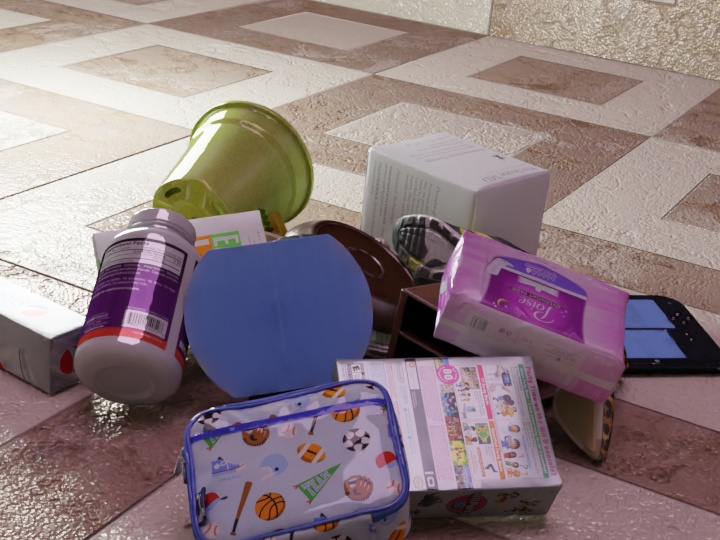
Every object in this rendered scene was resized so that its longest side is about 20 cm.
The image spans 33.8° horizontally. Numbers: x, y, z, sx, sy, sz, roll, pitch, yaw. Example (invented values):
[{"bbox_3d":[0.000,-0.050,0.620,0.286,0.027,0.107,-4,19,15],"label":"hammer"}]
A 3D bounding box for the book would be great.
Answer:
[{"bbox_3d":[-0.203,0.009,1.386,0.198,0.135,0.048,-10,-9,-19],"label":"book"}]

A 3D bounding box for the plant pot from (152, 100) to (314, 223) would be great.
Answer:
[{"bbox_3d":[-0.191,-0.108,1.642,0.199,0.202,0.184,13,34,18],"label":"plant pot"}]

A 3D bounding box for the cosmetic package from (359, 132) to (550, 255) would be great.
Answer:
[{"bbox_3d":[0.127,-0.077,1.641,0.199,0.168,0.167,26,30,38],"label":"cosmetic package"}]

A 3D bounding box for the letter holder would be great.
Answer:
[{"bbox_3d":[0.150,0.081,1.327,0.142,0.101,0.199,28,24,39],"label":"letter holder"}]

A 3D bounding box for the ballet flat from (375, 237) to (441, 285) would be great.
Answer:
[{"bbox_3d":[0.036,-0.008,1.579,0.199,0.064,0.067,24,2,35],"label":"ballet flat"}]

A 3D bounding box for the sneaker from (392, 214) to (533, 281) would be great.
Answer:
[{"bbox_3d":[0.134,-0.016,1.491,0.199,0.075,0.085,23,12,19],"label":"sneaker"}]

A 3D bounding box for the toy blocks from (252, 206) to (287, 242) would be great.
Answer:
[{"bbox_3d":[-0.083,-0.012,1.514,0.136,0.101,0.200,19,4,22],"label":"toy blocks"}]

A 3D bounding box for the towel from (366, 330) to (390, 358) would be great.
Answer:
[{"bbox_3d":[-0.004,0.069,1.448,0.198,0.024,0.147,7,20,-1],"label":"towel"}]

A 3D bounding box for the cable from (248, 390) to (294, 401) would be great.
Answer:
[{"bbox_3d":[-0.037,0.137,1.243,0.199,0.051,0.163,-15,30,-39],"label":"cable"}]

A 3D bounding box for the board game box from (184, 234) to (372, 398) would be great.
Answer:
[{"bbox_3d":[-0.087,0.050,1.257,0.198,0.159,0.039,-8,-10,-11],"label":"board game box"}]

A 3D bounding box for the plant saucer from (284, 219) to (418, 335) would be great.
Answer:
[{"bbox_3d":[0.000,0.000,1.439,0.199,0.032,0.201,30,24,-15],"label":"plant saucer"}]

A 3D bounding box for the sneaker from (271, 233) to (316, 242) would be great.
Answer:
[{"bbox_3d":[-0.109,0.036,1.342,0.199,0.087,0.080,-29,41,-2],"label":"sneaker"}]

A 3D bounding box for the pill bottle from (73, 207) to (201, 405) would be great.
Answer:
[{"bbox_3d":[-0.230,0.035,1.262,0.111,0.113,0.201,6,53,1],"label":"pill bottle"}]

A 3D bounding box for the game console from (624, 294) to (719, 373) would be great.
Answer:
[{"bbox_3d":[0.342,0.079,1.497,0.198,0.031,0.177,0,23,-12],"label":"game console"}]

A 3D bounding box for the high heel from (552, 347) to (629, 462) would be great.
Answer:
[{"bbox_3d":[0.274,0.141,1.311,0.142,0.071,0.201,31,37,-36],"label":"high heel"}]

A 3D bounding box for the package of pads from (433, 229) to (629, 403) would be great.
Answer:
[{"bbox_3d":[0.178,0.047,1.221,0.199,0.076,0.121,21,40,-2],"label":"package of pads"}]

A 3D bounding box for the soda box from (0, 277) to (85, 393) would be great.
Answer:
[{"bbox_3d":[-0.383,0.064,1.310,0.199,0.069,0.063,21,27,32],"label":"soda box"}]

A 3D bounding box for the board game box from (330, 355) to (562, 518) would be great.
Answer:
[{"bbox_3d":[0.077,0.158,1.129,0.198,0.064,0.148,0,52,-10],"label":"board game box"}]

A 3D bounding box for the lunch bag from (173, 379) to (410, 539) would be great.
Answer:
[{"bbox_3d":[-0.059,0.174,1.021,0.198,0.076,0.161,-10,48,-2],"label":"lunch bag"}]
